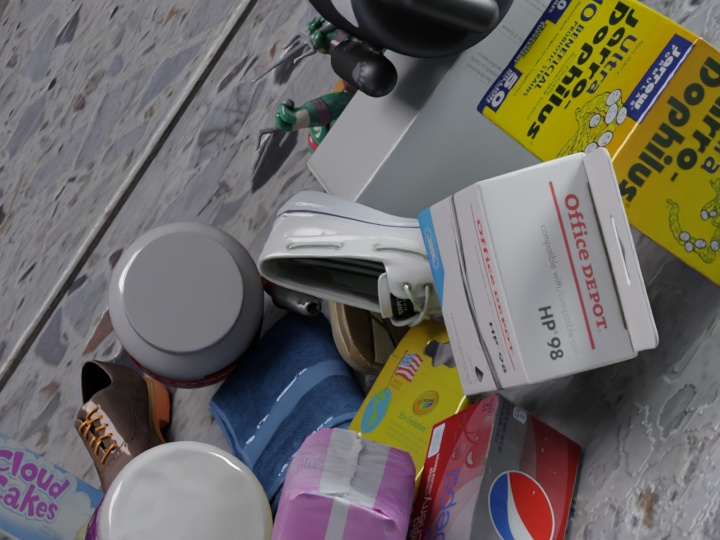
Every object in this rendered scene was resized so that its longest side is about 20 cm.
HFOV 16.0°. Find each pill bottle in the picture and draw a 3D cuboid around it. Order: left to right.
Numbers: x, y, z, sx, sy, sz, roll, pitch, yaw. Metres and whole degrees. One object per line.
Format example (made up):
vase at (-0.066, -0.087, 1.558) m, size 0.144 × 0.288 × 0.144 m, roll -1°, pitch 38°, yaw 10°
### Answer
pill bottle at (-0.126, 0.183, 1.699) m, size 0.200 × 0.112 × 0.113 m, roll 127°, pitch 168°, yaw -72°
pill bottle at (-0.125, 0.025, 1.851) m, size 0.113 × 0.112 × 0.200 m, roll -61°, pitch -1°, yaw -6°

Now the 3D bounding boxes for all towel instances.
towel at (-0.045, 0.104, 1.758) m, size 0.112 × 0.048 × 0.200 m, roll -52°, pitch 24°, yaw 12°

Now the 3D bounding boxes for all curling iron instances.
curling iron at (-0.045, 0.010, 1.830) m, size 0.049 × 0.026 × 0.200 m, roll -31°, pitch 8°, yaw -1°

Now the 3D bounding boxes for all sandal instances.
sandal at (0.000, 0.000, 1.773) m, size 0.054 × 0.080 × 0.201 m, roll -49°, pitch 28°, yaw 40°

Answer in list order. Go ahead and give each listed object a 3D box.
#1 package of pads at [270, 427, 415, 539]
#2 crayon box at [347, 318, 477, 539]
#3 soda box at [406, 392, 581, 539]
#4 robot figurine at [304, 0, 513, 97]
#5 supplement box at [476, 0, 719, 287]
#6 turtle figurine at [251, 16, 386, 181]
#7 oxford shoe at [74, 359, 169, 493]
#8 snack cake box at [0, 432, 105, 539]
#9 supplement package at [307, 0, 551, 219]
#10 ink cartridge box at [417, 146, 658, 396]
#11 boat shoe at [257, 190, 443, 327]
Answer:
package of pads at (-0.023, 0.200, 1.446) m, size 0.121 × 0.075 × 0.201 m, roll -61°, pitch -16°, yaw -74°
crayon box at (0.026, 0.133, 1.581) m, size 0.200 × 0.051 × 0.127 m, roll -59°, pitch 23°, yaw -1°
soda box at (0.065, 0.174, 1.430) m, size 0.063 × 0.070 × 0.201 m, roll -29°, pitch 36°, yaw 45°
robot figurine at (0.029, -0.201, 1.609) m, size 0.150 × 0.125 × 0.200 m, roll -36°, pitch 23°, yaw -10°
supplement box at (0.167, -0.088, 1.500) m, size 0.109 × 0.109 × 0.200 m, roll -56°, pitch 24°, yaw 5°
turtle figurine at (-0.006, -0.150, 1.925) m, size 0.200 × 0.100 × 0.150 m, roll -53°, pitch 18°, yaw 24°
oxford shoe at (-0.189, 0.140, 1.966) m, size 0.071 × 0.073 × 0.200 m, roll -50°, pitch 25°, yaw 17°
snack cake box at (-0.233, 0.192, 1.829) m, size 0.115 × 0.200 × 0.067 m, roll -24°, pitch 40°, yaw 52°
supplement package at (0.076, -0.105, 1.691) m, size 0.200 × 0.117 × 0.117 m, roll -54°, pitch 25°, yaw 8°
ink cartridge box at (0.095, 0.003, 1.426) m, size 0.200 × 0.066 × 0.116 m, roll 152°, pitch 103°, yaw -78°
boat shoe at (0.031, 0.007, 1.598) m, size 0.199 × 0.074 × 0.067 m, roll 10°, pitch 47°, yaw 24°
